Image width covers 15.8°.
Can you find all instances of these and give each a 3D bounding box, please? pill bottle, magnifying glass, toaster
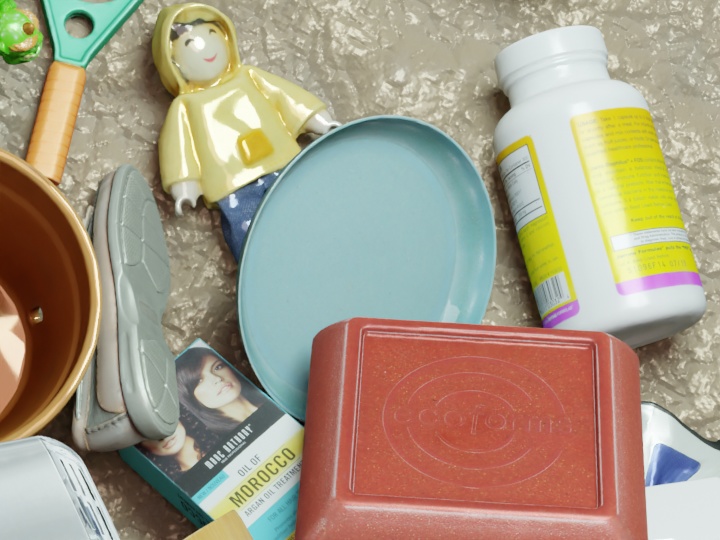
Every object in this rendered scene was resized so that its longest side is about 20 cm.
[{"bbox_3d":[0.146,-0.051,1.660,0.104,0.104,0.200,-12,77,-13],"label":"pill bottle"},{"bbox_3d":[-0.184,-0.150,1.675,0.080,0.022,0.200,13,74,-6],"label":"magnifying glass"},{"bbox_3d":[-0.193,0.183,1.400,0.129,0.114,0.200,-17,61,-22],"label":"toaster"}]

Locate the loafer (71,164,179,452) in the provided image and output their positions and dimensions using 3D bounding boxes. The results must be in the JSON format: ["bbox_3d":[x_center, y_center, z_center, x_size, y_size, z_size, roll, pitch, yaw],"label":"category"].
[{"bbox_3d":[-0.155,0.022,1.591,0.063,0.072,0.200,-20,51,15],"label":"loafer"}]

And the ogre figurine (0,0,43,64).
[{"bbox_3d":[-0.251,-0.135,1.607,0.098,0.120,0.200,24,73,-2],"label":"ogre figurine"}]

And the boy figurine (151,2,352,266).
[{"bbox_3d":[-0.072,-0.083,1.653,0.124,0.064,0.200,-21,83,-14],"label":"boy figurine"}]

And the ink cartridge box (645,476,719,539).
[{"bbox_3d":[0.154,0.230,1.533,0.145,0.200,0.084,-7,33,-12],"label":"ink cartridge box"}]

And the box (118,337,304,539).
[{"bbox_3d":[-0.057,0.132,1.560,0.082,0.049,0.200,-42,59,-17],"label":"box"}]

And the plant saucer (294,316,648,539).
[{"bbox_3d":[0.066,0.095,1.498,0.200,0.037,0.200,4,40,1],"label":"plant saucer"}]

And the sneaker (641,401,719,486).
[{"bbox_3d":[0.159,0.147,1.627,0.199,0.081,0.115,-13,73,-20],"label":"sneaker"}]

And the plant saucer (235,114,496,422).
[{"bbox_3d":[0.000,0.000,1.610,0.200,0.027,0.200,-12,110,-35],"label":"plant saucer"}]

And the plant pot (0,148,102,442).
[{"bbox_3d":[-0.258,0.032,1.548,0.200,0.140,0.200,2,75,-9],"label":"plant pot"}]

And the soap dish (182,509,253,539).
[{"bbox_3d":[-0.117,0.255,1.483,0.200,0.081,0.157,-38,66,21],"label":"soap dish"}]
